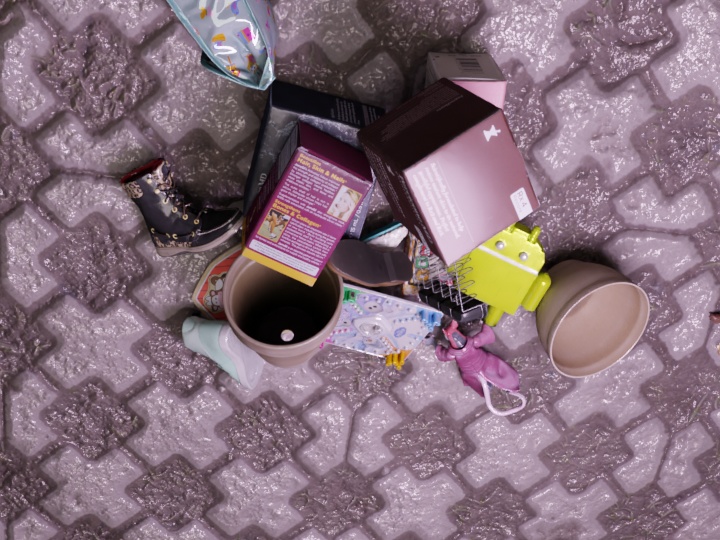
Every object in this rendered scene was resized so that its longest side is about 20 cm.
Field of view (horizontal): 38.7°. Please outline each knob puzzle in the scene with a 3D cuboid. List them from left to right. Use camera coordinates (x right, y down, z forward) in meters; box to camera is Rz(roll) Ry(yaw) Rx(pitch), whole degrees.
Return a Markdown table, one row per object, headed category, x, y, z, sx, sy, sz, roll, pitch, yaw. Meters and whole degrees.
| category | x | y | z | sx | sy | sz | roll | pitch | yaw |
| --- | --- | --- | --- | --- | --- | --- | --- | --- | --- |
| knob puzzle | -0.199 | 0.044 | 1.807 | 0.215 | 0.031 | 0.224 | -2 | 120 | -4 |

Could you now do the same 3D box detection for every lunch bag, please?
| category | x | y | z | sx | sy | sz | roll | pitch | yaw |
| --- | --- | --- | --- | --- | --- | --- | --- | --- | --- |
| lunch bag | -0.190 | -0.367 | 1.492 | 0.121 | 0.171 | 0.201 | -30 | 115 | 11 |

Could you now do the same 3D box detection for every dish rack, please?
| category | x | y | z | sx | sy | sz | roll | pitch | yaw |
| --- | --- | --- | --- | --- | --- | --- | --- | --- | --- |
| dish rack | 0.133 | -0.020 | 1.684 | 0.054 | 0.153 | 0.204 | -22 | 115 | -24 |

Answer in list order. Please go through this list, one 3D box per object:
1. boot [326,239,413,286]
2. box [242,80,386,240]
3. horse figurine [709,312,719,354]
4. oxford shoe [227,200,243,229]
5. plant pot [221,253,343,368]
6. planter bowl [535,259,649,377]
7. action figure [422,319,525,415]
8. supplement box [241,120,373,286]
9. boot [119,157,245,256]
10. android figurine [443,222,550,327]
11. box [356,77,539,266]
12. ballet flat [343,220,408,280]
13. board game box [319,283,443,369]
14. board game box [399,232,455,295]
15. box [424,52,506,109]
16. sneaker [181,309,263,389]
| category | x | y | z | sx | sy | sz | roll | pitch | yaw |
| --- | --- | --- | --- | --- | --- | --- | --- | --- | --- |
| boot | 0.000 | 0.000 | 1.668 | 0.075 | 0.075 | 0.198 | -22 | 159 | 35 |
| box | -0.073 | -0.173 | 1.647 | 0.196 | 0.118 | 0.200 | 12 | 118 | -11 |
| horse figurine | 0.741 | 0.136 | 1.932 | 0.132 | 0.050 | 0.200 | -41 | 110 | 3 |
| oxford shoe | -0.131 | -0.070 | 1.729 | 0.196 | 0.076 | 0.058 | 10 | 140 | -11 |
| plant pot | -0.125 | 0.073 | 1.711 | 0.195 | 0.204 | 0.174 | -4 | 152 | -3 |
| planter bowl | 0.385 | 0.067 | 1.800 | 0.196 | 0.135 | 0.203 | -14 | 128 | -18 |
| action figure | 0.196 | 0.166 | 1.854 | 0.132 | 0.151 | 0.200 | -28 | 133 | 18 |
| supplement box | -0.085 | -0.101 | 1.559 | 0.129 | 0.104 | 0.202 | 24 | 116 | -18 |
| boot | -0.291 | -0.107 | 1.662 | 0.197 | 0.074 | 0.152 | -9 | 122 | 38 |
| android figurine | 0.237 | -0.002 | 1.752 | 0.179 | 0.041 | 0.202 | 26 | 117 | -7 |
| box | 0.121 | -0.146 | 1.465 | 0.162 | 0.200 | 0.168 | -31 | 119 | -6 |
| ballet flat | 0.001 | -0.026 | 1.762 | 0.197 | 0.072 | 0.072 | -20 | 120 | 16 |
| board game box | 0.020 | 0.103 | 1.810 | 0.196 | 0.026 | 0.201 | 15 | 146 | -14 |
| board game box | 0.155 | -0.049 | 1.777 | 0.148 | 0.047 | 0.203 | 5 | 119 | -8 |
| box | 0.158 | -0.229 | 1.629 | 0.106 | 0.129 | 0.204 | 0 | 120 | -7 |
| sneaker | -0.248 | 0.140 | 1.838 | 0.116 | 0.075 | 0.202 | 12 | 151 | 23 |
